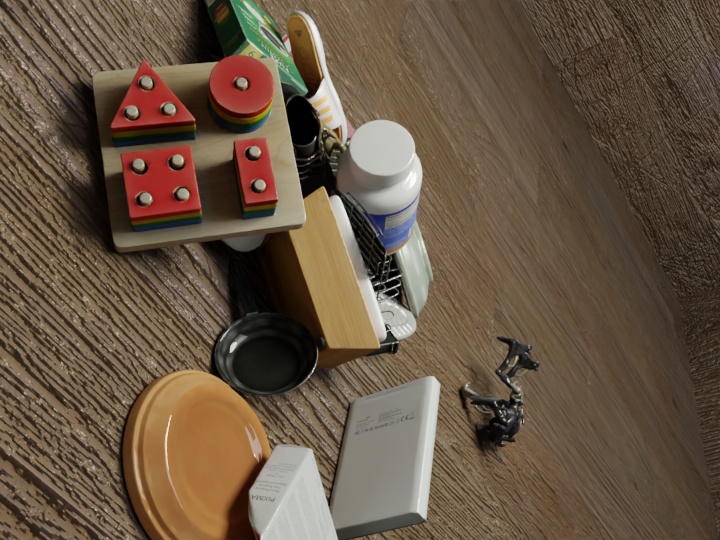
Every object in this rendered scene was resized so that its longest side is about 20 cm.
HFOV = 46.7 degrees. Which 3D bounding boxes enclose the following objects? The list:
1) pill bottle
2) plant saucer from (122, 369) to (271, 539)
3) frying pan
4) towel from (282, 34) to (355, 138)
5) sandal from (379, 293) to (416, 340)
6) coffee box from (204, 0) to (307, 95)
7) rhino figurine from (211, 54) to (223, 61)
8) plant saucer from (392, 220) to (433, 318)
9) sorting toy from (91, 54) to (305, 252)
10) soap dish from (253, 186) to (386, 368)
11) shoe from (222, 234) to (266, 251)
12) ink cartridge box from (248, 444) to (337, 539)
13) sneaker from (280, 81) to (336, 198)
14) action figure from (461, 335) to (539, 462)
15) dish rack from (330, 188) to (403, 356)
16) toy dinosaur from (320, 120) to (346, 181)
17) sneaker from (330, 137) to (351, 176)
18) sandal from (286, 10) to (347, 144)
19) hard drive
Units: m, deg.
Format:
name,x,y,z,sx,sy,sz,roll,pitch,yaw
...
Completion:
name,x,y,z,sx,sy,sz,roll,pitch,yaw
pill bottle,0.023,-0.108,1.103,0.200,0.112,0.112,91,-8,-65
plant saucer,-0.151,0.194,0.842,0.200,0.037,0.201,39,39,-43
frying pan,-0.131,0.075,0.954,0.115,0.031,0.190,-33,58,-29
towel,-0.085,-0.253,1.292,0.200,0.023,0.144,53,33,-22
sandal,-0.001,0.077,1.180,0.202,0.050,0.083,-5,59,-48
coffee box,-0.149,-0.315,1.137,0.123,0.044,0.200,35,23,-45
rhino figurine,-0.143,-0.199,1.110,0.200,0.060,0.087,60,36,-7
plant saucer,0.074,-0.027,1.290,0.200,0.050,0.201,-18,90,-88
sorting toy,-0.169,-0.135,0.871,0.070,0.199,0.199,123,-43,-71
soap dish,-0.055,0.019,1.016,0.081,0.157,0.200,-16,83,-26
shoe,-0.182,-0.115,0.984,0.200,0.071,0.091,49,17,-20
ink cartridge box,-0.083,0.299,0.829,0.200,0.057,0.163,-52,135,-54
sneaker,-0.072,-0.130,1.036,0.200,0.075,0.106,69,-10,-25
action figure,0.239,0.223,1.442,0.119,0.102,0.200,43,62,-51
dish rack,0.000,0.000,1.049,0.054,0.200,0.153,-17,48,-26
toy dinosaur,-0.046,-0.174,1.160,0.101,0.058,0.200,60,-2,22
sneaker,-0.014,-0.114,1.268,0.090,0.078,0.200,93,4,-62
sandal,-0.081,-0.265,1.203,0.059,0.079,0.207,-35,122,-30
hard drive,0.030,0.229,1.031,0.026,0.132,0.200,50,33,-30
